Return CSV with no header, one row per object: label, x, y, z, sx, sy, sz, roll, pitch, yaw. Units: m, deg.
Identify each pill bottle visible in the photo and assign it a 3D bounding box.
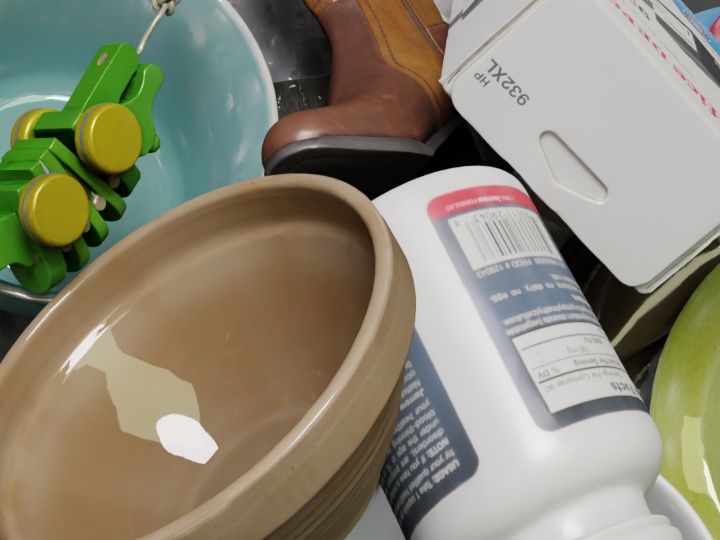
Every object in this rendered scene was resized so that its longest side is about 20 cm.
pill bottle,0.061,0.068,0.713,0.118,0.120,0.201,-16,64,-21

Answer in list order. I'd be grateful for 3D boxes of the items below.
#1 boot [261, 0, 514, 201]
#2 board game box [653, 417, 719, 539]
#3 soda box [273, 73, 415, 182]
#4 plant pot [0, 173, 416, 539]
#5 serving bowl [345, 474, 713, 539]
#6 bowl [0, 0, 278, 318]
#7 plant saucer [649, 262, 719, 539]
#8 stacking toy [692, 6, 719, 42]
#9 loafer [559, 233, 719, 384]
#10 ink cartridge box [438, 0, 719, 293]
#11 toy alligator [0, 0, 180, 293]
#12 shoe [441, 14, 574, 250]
boot,-0.015,-0.130,0.804,0.187,0.068,0.202,-15,73,-45
board game box,0.165,0.174,0.829,0.133,0.029,0.202,3,65,-14
soda box,0.000,0.000,0.843,0.070,0.063,0.202,-10,68,-19
plant pot,-0.054,0.063,0.656,0.093,0.199,0.202,54,56,-32
serving bowl,0.076,0.177,0.765,0.197,0.066,0.202,-4,66,10
bowl,-0.147,-0.057,0.806,0.198,0.105,0.203,6,65,-13
plant saucer,0.231,0.074,0.788,0.031,0.199,0.202,12,57,-48
stacking toy,0.267,-0.143,0.904,0.109,0.200,0.117,-14,71,-20
loafer,0.162,-0.009,0.874,0.073,0.071,0.201,52,59,-24
ink cartridge box,0.120,-0.102,0.828,0.145,0.084,0.201,44,22,-15
toy alligator,-0.115,-0.054,0.728,0.054,0.059,0.201,54,55,-34
shoe,0.061,-0.085,0.903,0.200,0.053,0.070,45,63,6
